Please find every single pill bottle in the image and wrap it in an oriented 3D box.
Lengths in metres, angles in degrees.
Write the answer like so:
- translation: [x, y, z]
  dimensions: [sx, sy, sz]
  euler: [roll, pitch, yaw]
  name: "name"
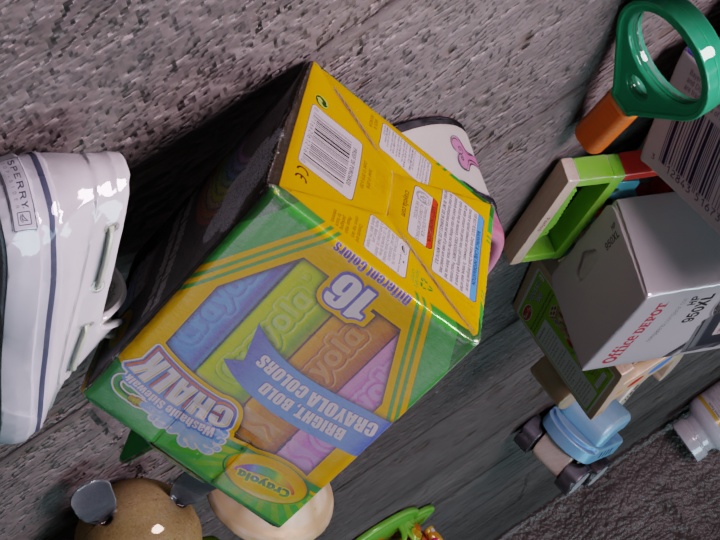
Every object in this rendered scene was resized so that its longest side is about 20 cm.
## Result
- translation: [0.662, 0.252, 2.936]
  dimensions: [0.199, 0.113, 0.112]
  euler: [-36, 164, 4]
  name: "pill bottle"

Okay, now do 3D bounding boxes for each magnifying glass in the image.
- translation: [0.175, -0.114, 1.024]
  dimensions: [0.022, 0.080, 0.200]
  euler: [-33, 174, -18]
  name: "magnifying glass"

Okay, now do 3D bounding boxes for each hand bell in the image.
- translation: [-0.043, 0.104, 1.206]
  dimensions: [0.103, 0.104, 0.201]
  euler: [-21, 147, -38]
  name: "hand bell"

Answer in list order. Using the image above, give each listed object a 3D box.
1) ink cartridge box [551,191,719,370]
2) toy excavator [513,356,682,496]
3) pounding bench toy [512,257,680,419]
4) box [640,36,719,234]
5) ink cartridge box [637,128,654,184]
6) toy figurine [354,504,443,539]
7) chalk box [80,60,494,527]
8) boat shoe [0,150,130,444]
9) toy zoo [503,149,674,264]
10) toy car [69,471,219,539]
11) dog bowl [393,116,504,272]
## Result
- translation: [0.267, 0.001, 1.263]
  dimensions: [0.198, 0.085, 0.145]
  euler: [-8, 156, -18]
  name: "ink cartridge box"
- translation: [0.318, 0.174, 2.086]
  dimensions: [0.201, 0.100, 0.194]
  euler: [-51, 160, 22]
  name: "toy excavator"
- translation: [0.234, 0.035, 1.448]
  dimensions: [0.155, 0.125, 0.200]
  euler: [-30, 163, -16]
  name: "pounding bench toy"
- translation: [0.331, -0.082, 1.113]
  dimensions: [0.198, 0.184, 0.106]
  euler: [-18, 141, -31]
  name: "box"
- translation: [0.301, -0.119, 1.294]
  dimensions: [0.196, 0.047, 0.200]
  euler: [-28, 161, -21]
  name: "ink cartridge box"
- translation: [0.075, 0.416, 2.100]
  dimensions: [0.150, 0.185, 0.199]
  euler: [-45, 161, 33]
  name: "toy figurine"
- translation: [-0.045, 0.027, 0.794]
  dimensions: [0.200, 0.123, 0.125]
  euler: [-45, -162, 30]
  name: "chalk box"
- translation: [-0.137, 0.018, 0.739]
  dimensions: [0.066, 0.074, 0.200]
  euler: [-12, 155, -21]
  name: "boat shoe"
- translation: [0.219, -0.054, 1.243]
  dimensions: [0.198, 0.021, 0.131]
  euler: [-8, 156, -20]
  name: "toy zoo"
- translation: [-0.155, 0.215, 1.172]
  dimensions: [0.162, 0.159, 0.201]
  euler: [-7, 135, -22]
  name: "toy car"
- translation: [0.000, 0.000, 0.978]
  dimensions: [0.199, 0.074, 0.200]
  euler: [-32, 164, -10]
  name: "dog bowl"
